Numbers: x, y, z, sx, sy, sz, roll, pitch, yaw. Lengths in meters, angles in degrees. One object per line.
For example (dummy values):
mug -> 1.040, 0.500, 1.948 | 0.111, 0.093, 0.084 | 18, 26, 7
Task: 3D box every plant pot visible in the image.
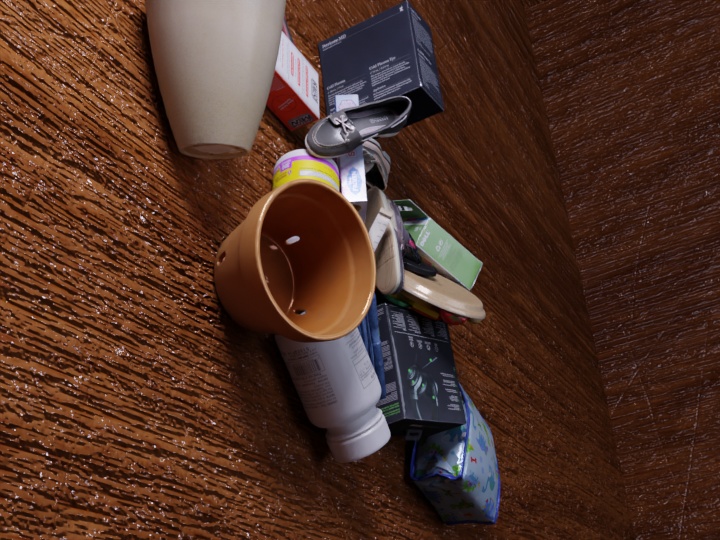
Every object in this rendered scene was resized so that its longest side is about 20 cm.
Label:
plant pot -> -0.096, 0.000, 1.248 | 0.198, 0.139, 0.205 | 15, 68, -41
plant pot -> -0.187, -0.253, 1.252 | 0.187, 0.184, 0.205 | 12, 77, -64

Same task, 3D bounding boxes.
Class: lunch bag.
lunch bag -> 0.172, 0.315, 1.701 | 0.171, 0.125, 0.203 | 56, 39, -41

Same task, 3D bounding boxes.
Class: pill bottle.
pill bottle -> -0.081, -0.071, 1.427 | 0.104, 0.103, 0.203 | 46, 34, -46
pill bottle -> -0.033, 0.156, 1.359 | 0.203, 0.112, 0.114 | 68, 23, -10

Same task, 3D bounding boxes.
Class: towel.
towel -> -0.010, 0.090, 1.442 | 0.111, 0.048, 0.204 | 37, -41, 58

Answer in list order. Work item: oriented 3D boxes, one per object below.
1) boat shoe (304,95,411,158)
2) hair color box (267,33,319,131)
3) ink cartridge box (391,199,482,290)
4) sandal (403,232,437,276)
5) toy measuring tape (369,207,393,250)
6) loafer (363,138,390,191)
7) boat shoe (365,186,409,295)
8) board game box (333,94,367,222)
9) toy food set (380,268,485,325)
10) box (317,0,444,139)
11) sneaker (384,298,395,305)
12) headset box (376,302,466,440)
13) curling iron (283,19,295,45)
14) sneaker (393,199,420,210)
boat shoe -> -0.001, -0.225, 1.474 | 0.198, 0.057, 0.067 | -24, 72, -39
hair color box -> -0.139, -0.321, 1.530 | 0.200, 0.060, 0.103 | 43, 36, -48
ink cartridge box -> 0.114, -0.043, 1.737 | 0.199, 0.103, 0.060 | 38, 72, -27
sandal -> 0.054, -0.054, 1.658 | 0.199, 0.046, 0.075 | 39, 16, 28
toy measuring tape -> 0.000, 0.000, 1.533 | 0.073, 0.073, 0.203 | 29, 84, -58
loafer -> 0.010, -0.196, 1.780 | 0.199, 0.070, 0.064 | 21, 61, -66
boat shoe -> 0.049, -0.047, 1.578 | 0.064, 0.072, 0.203 | 15, 45, -33
board game box -> -0.020, -0.141, 1.580 | 0.201, 0.040, 0.203 | 95, -8, -60
toy food set -> 0.118, 0.041, 1.630 | 0.049, 0.195, 0.200 | -66, 175, 11
box -> 0.036, -0.355, 1.780 | 0.104, 0.197, 0.186 | 29, 48, -56
sneaker -> 0.057, 0.025, 1.751 | 0.088, 0.074, 0.200 | 50, 19, -4
headset box -> 0.076, 0.173, 1.586 | 0.172, 0.092, 0.204 | 13, 60, -49
curling iron -> -0.125, -0.368, 1.645 | 0.049, 0.025, 0.204 | -31, 109, -45
sneaker -> 0.065, -0.104, 1.814 | 0.199, 0.087, 0.076 | 2, 72, -65
